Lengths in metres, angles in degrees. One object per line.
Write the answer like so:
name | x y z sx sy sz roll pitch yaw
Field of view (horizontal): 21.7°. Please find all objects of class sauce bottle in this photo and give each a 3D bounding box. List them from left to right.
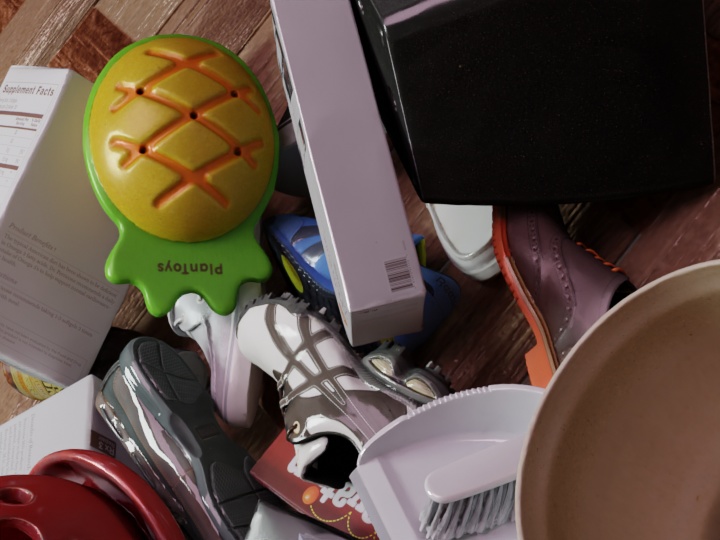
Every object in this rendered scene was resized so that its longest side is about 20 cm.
sauce bottle | -0.191 0.072 1.400 0.199 0.066 0.067 1 64 48

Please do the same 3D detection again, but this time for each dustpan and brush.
dustpan and brush | 0.100 0.099 1.021 0.198 0.058 0.140 -22 44 -8

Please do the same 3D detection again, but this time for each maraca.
maraca | -0.120 -0.066 1.278 0.107 0.135 0.202 124 143 -70

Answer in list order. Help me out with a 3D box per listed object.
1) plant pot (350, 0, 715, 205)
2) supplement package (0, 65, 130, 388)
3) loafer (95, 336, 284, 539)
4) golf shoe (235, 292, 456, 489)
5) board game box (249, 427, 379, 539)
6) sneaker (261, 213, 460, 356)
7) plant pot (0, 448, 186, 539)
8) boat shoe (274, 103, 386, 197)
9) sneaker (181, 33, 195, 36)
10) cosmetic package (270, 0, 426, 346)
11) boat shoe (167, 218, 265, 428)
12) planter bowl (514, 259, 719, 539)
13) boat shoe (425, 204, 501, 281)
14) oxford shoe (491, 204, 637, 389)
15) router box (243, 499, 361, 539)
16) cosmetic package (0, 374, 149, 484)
plant pot | 0.088 -0.153 1.123 0.176 0.201 0.200 -19 43 -4
supplement package | -0.228 -0.033 1.358 0.117 0.116 0.202 11 73 57
loafer | -0.109 0.139 1.238 0.063 0.072 0.201 -45 65 26
golf shoe | -0.027 0.079 1.164 0.199 0.078 0.095 21 67 47
board game box | 0.021 0.128 1.158 0.103 0.019 0.199 -52 41 -10
sneaker | 0.000 0.000 1.270 0.078 0.066 0.200 -33 31 -14
plant pot | -0.209 0.223 1.184 0.199 0.182 0.203 18 117 40
boat shoe | -0.014 -0.113 1.311 0.200 0.070 0.064 138 144 -56
sneaker | -0.120 -0.092 1.436 0.129 0.079 0.201 -4 60 42
cosmetic package | -0.009 -0.064 1.115 0.050 0.083 0.202 -14 74 -1
boat shoe | -0.102 0.016 1.315 0.068 0.072 0.202 -3 66 1
planter bowl | 0.194 0.115 0.920 0.199 0.134 0.202 -27 46 31
boat shoe | 0.057 -0.080 1.251 0.071 0.069 0.201 -35 44 20
oxford shoe | 0.131 0.013 1.117 0.072 0.071 0.202 -29 55 23
router box | -0.001 0.238 1.050 0.199 0.052 0.159 19 85 37
cosmetic package | -0.228 0.159 1.348 0.199 0.101 0.075 -29 45 27
